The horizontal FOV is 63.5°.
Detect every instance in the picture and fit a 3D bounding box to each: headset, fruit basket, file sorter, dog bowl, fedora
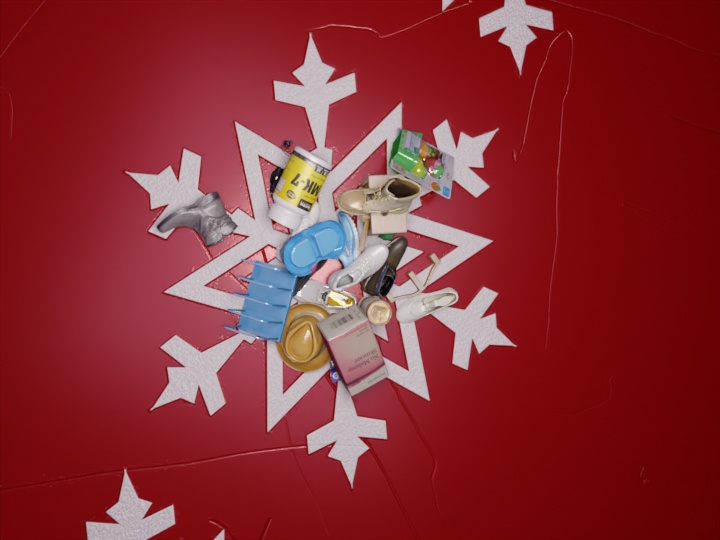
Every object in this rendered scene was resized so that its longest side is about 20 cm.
[{"bbox_3d":[-0.201,-0.267,1.659,0.122,0.094,0.203,-7,107,-12],"label":"headset"},{"bbox_3d":[0.184,-0.314,1.667,0.198,0.094,0.187,22,50,-9],"label":"fruit basket"},{"bbox_3d":[-0.277,0.080,1.594,0.137,0.123,0.203,15,89,18],"label":"file sorter"},{"bbox_3d":[-0.133,-0.066,1.598,0.199,0.049,0.113,-31,115,-24],"label":"dog bowl"},{"bbox_3d":[-0.157,0.194,1.639,0.197,0.082,0.204,1,96,6],"label":"fedora"}]

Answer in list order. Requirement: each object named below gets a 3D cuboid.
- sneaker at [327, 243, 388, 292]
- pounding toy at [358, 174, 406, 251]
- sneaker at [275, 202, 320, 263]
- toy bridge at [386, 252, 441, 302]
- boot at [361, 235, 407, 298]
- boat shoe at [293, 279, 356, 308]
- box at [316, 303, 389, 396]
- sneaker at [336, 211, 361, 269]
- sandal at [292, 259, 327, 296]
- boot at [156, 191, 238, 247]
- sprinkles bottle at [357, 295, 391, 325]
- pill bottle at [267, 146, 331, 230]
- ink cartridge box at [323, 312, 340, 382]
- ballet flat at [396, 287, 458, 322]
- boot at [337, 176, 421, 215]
[{"bbox_3d":[0.000,0.000,1.616,0.199,0.080,0.071,-37,101,-1],"label":"sneaker"},{"bbox_3d":[0.047,-0.158,1.629,0.140,0.184,0.203,-3,92,-8],"label":"pounding toy"},{"bbox_3d":[-0.166,-0.103,1.641,0.075,0.081,0.202,27,92,-22],"label":"sneaker"},{"bbox_3d":[0.165,0.031,1.730,0.199,0.027,0.068,-39,99,-6],"label":"toy bridge"},{"bbox_3d":[0.090,-0.005,1.675,0.074,0.097,0.201,36,87,-29],"label":"boot"},{"bbox_3d":[-0.105,0.072,1.668,0.197,0.070,0.072,15,88,-6],"label":"boat shoe"},{"bbox_3d":[-0.020,0.217,1.598,0.127,0.109,0.202,-27,118,-11],"label":"box"},{"bbox_3d":[-0.046,-0.069,1.673,0.089,0.078,0.203,-10,92,-5],"label":"sneaker"},{"bbox_3d":[-0.154,-0.015,1.654,0.075,0.045,0.201,31,76,15],"label":"sandal"},{"bbox_3d":[-0.452,-0.119,1.616,0.198,0.070,0.133,-28,100,-3],"label":"boot"},{"bbox_3d":[0.037,0.110,1.625,0.067,0.200,0.069,0,91,-8],"label":"sprinkles bottle"},{"bbox_3d":[-0.167,-0.220,1.570,0.113,0.114,0.202,26,99,-8],"label":"pill bottle"},{"bbox_3d":[-0.051,0.222,1.700,0.093,0.037,0.203,-8,94,-8],"label":"ink cartridge box"},{"bbox_3d":[0.200,0.101,1.718,0.197,0.069,0.070,-20,94,-7],"label":"ballet flat"},{"bbox_3d":[0.045,-0.190,1.474,0.197,0.155,0.073,1,82,-9],"label":"boot"}]
